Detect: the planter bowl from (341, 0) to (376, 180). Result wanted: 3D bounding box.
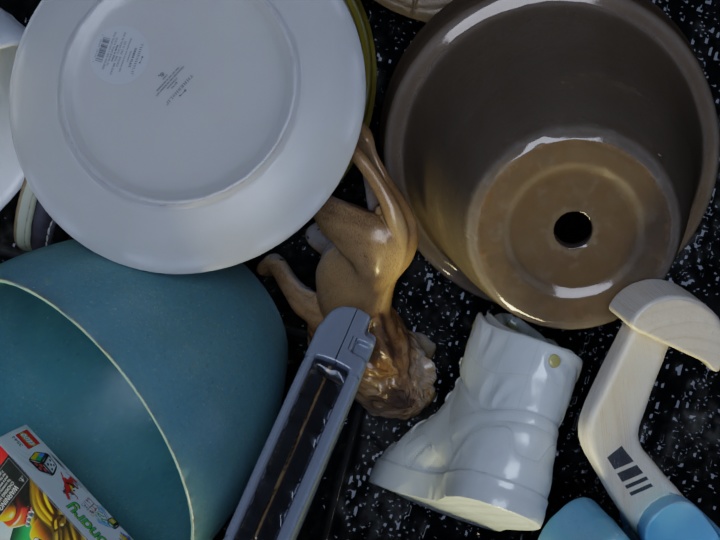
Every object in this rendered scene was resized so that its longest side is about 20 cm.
[{"bbox_3d":[-0.066,-0.120,1.247,0.200,0.083,0.201,0,89,-23],"label":"planter bowl"}]

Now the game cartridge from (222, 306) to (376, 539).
[{"bbox_3d":[-0.047,0.131,1.194,0.041,0.133,0.200,25,56,-1],"label":"game cartridge"}]

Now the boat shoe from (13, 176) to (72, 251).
[{"bbox_3d":[-0.138,-0.092,1.297,0.065,0.072,0.200,28,84,8],"label":"boat shoe"}]

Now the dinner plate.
[{"bbox_3d":[-0.097,-0.098,1.176,0.199,0.024,0.201,-2,78,8],"label":"dinner plate"}]

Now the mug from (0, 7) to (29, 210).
[{"bbox_3d":[-0.295,-0.098,1.277,0.175,0.147,0.200,37,120,21],"label":"mug"}]

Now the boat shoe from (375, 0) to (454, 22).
[{"bbox_3d":[0.062,-0.179,1.291,0.199,0.069,0.074,26,105,-2],"label":"boat shoe"}]

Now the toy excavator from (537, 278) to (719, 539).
[{"bbox_3d":[0.145,0.132,1.138,0.194,0.100,0.200,-39,111,0],"label":"toy excavator"}]

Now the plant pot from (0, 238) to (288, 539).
[{"bbox_3d":[-0.120,0.056,1.246,0.135,0.200,0.200,-37,86,-33],"label":"plant pot"}]

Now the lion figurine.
[{"bbox_3d":[0.000,0.000,1.239,0.072,0.200,0.123,-32,63,-18],"label":"lion figurine"}]

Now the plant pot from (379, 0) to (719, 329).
[{"bbox_3d":[0.109,-0.049,1.201,0.199,0.175,0.201,0,112,0],"label":"plant pot"}]

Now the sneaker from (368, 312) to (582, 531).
[{"bbox_3d":[0.070,0.083,1.226,0.073,0.200,0.116,21,79,-16],"label":"sneaker"}]

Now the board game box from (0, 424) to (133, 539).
[{"bbox_3d":[-0.210,0.202,1.258,0.126,0.035,0.200,45,118,11],"label":"board game box"}]
